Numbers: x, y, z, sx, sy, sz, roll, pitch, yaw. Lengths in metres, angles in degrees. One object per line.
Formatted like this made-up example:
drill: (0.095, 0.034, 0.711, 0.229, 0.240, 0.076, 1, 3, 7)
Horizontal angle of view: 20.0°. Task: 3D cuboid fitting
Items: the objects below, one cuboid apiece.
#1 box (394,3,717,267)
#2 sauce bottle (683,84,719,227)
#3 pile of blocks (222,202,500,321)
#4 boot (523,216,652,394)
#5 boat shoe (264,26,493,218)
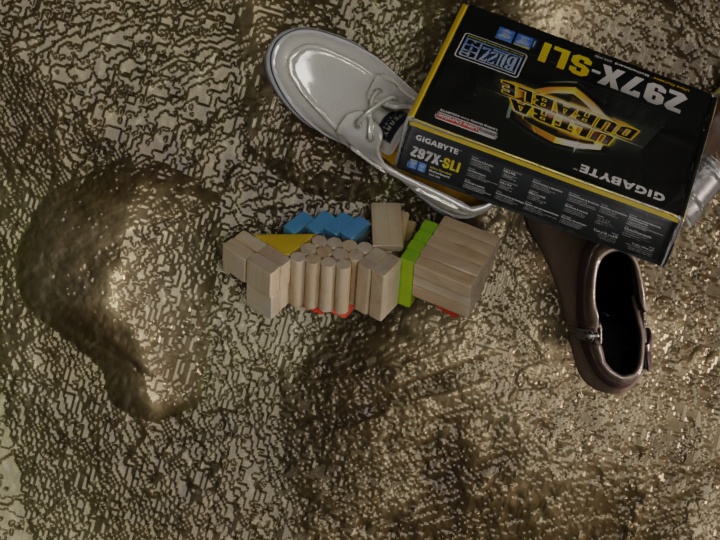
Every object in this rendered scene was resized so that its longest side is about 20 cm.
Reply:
box: (0.139, -0.098, 1.429, 0.199, 0.160, 0.050, 21, 129, 5)
sauce bottle: (0.291, -0.121, 1.518, 0.065, 0.065, 0.200, 42, 84, -9)
pile of blocks: (0.000, 0.000, 1.482, 0.198, 0.082, 0.062, 4, 135, -1)
boot: (0.167, -0.013, 1.457, 0.070, 0.146, 0.202, -14, 94, -2)
boat shoe: (0.019, -0.105, 1.467, 0.200, 0.070, 0.071, 40, 86, -9)
